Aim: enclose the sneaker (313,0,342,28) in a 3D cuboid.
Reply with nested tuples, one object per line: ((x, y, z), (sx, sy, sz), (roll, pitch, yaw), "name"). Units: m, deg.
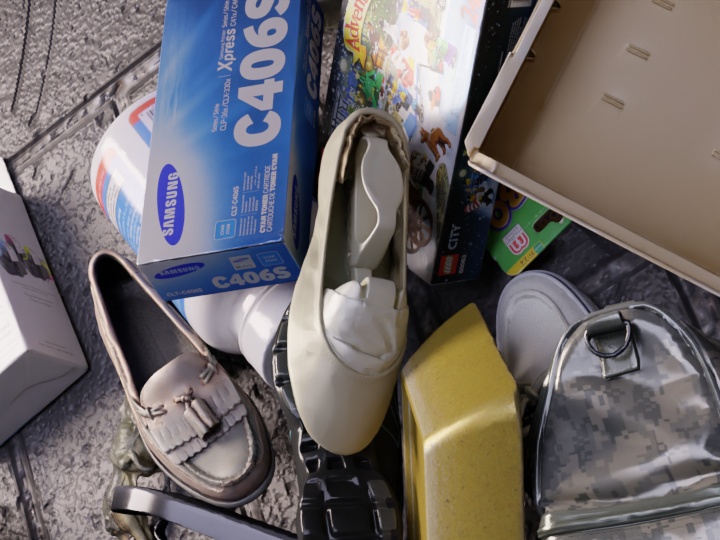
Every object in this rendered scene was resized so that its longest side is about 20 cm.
((-0.049, -0.212, 1.449), (0.199, 0.076, 0.112), (-11, 79, 40), "sneaker")

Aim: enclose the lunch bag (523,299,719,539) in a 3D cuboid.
((0.173, 0.110, 1.120), (0.138, 0.200, 0.169), (-12, 73, 29), "lunch bag")

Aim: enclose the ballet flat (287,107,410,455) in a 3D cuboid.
((0.000, 0.000, 1.231), (0.069, 0.069, 0.202), (-13, 62, 32), "ballet flat")

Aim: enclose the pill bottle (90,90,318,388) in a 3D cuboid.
((-0.079, -0.018, 1.392), (0.112, 0.112, 0.200), (-49, 54, 13), "pill bottle")

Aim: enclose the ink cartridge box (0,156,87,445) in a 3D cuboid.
((-0.281, 0.016, 1.555), (0.115, 0.068, 0.201), (-39, 57, 20), "ink cartridge box")

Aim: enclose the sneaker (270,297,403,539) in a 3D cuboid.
((-0.012, 0.095, 1.275), (0.075, 0.079, 0.202), (-2, 68, 4), "sneaker")

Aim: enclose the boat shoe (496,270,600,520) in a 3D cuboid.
((0.107, 0.085, 1.242), (0.074, 0.086, 0.204), (-26, 63, 27), "boat shoe")

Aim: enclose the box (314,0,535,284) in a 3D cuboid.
((0.036, -0.112, 1.311), (0.136, 0.037, 0.202), (39, 127, 46), "box")

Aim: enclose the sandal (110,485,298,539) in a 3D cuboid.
((-0.074, 0.171, 1.340), (0.199, 0.076, 0.043), (16, 85, 29), "sandal")

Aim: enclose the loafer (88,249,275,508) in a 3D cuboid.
((-0.121, 0.065, 1.377), (0.072, 0.063, 0.200), (-34, 50, -4), "loafer")

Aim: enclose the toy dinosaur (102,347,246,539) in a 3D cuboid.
((-0.125, 0.085, 1.439), (0.088, 0.047, 0.202), (-3, 71, 42), "toy dinosaur")

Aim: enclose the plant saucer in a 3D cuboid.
((0.052, 0.136, 1.171), (0.048, 0.200, 0.202), (-2, 102, -3), "plant saucer")

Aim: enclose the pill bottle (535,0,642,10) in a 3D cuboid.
((0.132, -0.235, 1.303), (0.111, 0.112, 0.202), (-14, 70, 32), "pill bottle")

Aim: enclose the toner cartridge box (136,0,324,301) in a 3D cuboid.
((-0.076, -0.082, 1.334), (0.094, 0.043, 0.201), (-10, 55, 17), "toner cartridge box")

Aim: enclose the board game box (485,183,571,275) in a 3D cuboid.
((0.079, -0.094, 1.354), (0.096, 0.030, 0.201), (-45, 53, 18), "board game box")

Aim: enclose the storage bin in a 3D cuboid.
((0.183, -0.105, 1.185), (0.197, 0.094, 0.201), (27, 94, 4), "storage bin")
